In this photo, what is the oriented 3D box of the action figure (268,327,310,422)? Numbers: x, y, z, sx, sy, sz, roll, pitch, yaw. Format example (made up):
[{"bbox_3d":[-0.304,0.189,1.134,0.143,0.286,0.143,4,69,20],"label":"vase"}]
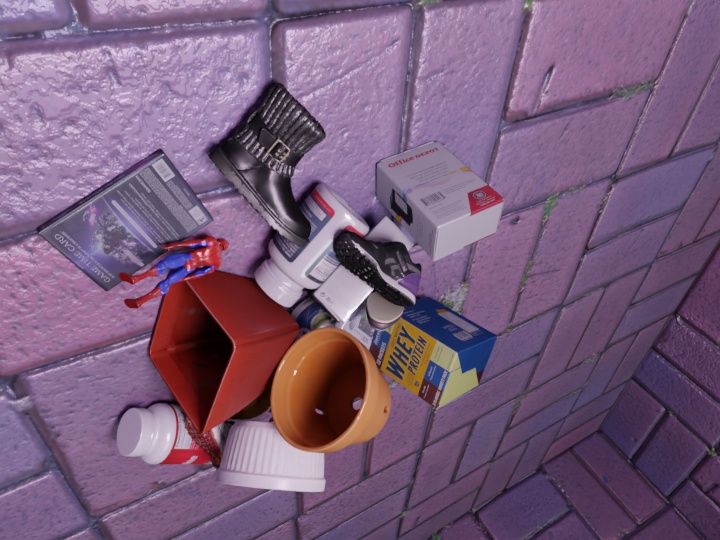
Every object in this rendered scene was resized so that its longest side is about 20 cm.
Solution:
[{"bbox_3d":[-0.113,0.229,1.032,0.200,0.134,0.149,-43,150,4],"label":"action figure"}]

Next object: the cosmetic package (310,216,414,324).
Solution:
[{"bbox_3d":[0.000,0.000,1.004,0.200,0.081,0.113,-46,-176,-8],"label":"cosmetic package"}]

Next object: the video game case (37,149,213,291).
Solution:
[{"bbox_3d":[-0.337,-0.069,0.781,0.199,0.019,0.144,-34,140,-6],"label":"video game case"}]

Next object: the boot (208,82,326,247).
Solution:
[{"bbox_3d":[-0.105,-0.152,0.799,0.157,0.080,0.212,-41,118,2],"label":"boot"}]

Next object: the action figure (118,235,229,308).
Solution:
[{"bbox_3d":[-0.276,-0.010,0.816,0.199,0.051,0.067,-34,126,-50],"label":"action figure"}]

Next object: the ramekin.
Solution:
[{"bbox_3d":[-0.157,0.338,0.970,0.196,0.107,0.201,5,160,2],"label":"ramekin"}]

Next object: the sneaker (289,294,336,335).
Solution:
[{"bbox_3d":[-0.051,0.063,1.089,0.200,0.077,0.076,-43,139,0],"label":"sneaker"}]

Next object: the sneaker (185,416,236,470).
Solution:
[{"bbox_3d":[-0.270,0.319,1.031,0.083,0.077,0.202,-55,140,-40],"label":"sneaker"}]

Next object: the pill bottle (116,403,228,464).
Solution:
[{"bbox_3d":[-0.367,0.324,1.048,0.113,0.113,0.199,-50,140,13],"label":"pill bottle"}]

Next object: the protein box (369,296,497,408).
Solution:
[{"bbox_3d":[0.161,0.173,1.186,0.197,0.199,0.137,-7,120,-51],"label":"protein box"}]

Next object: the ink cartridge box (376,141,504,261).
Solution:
[{"bbox_3d":[0.137,-0.133,0.961,0.144,0.201,0.084,-23,141,-19],"label":"ink cartridge box"}]

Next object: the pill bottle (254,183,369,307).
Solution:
[{"bbox_3d":[-0.090,-0.040,0.926,0.200,0.120,0.119,-47,141,9],"label":"pill bottle"}]

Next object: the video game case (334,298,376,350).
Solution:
[{"bbox_3d":[0.038,0.066,1.140,0.202,0.023,0.182,-59,150,-8],"label":"video game case"}]

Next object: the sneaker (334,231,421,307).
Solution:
[{"bbox_3d":[0.035,-0.022,0.910,0.200,0.075,0.089,42,62,-38],"label":"sneaker"}]

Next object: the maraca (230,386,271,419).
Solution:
[{"bbox_3d":[-0.247,0.237,1.066,0.199,0.106,0.139,20,93,-46],"label":"maraca"}]

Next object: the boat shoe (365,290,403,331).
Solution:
[{"bbox_3d":[0.042,0.071,1.005,0.070,0.200,0.063,21,110,-1],"label":"boat shoe"}]

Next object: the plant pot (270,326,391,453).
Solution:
[{"bbox_3d":[-0.037,0.217,0.913,0.200,0.201,0.140,-44,139,6],"label":"plant pot"}]

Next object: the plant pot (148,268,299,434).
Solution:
[{"bbox_3d":[-0.227,0.122,0.925,0.175,0.200,0.202,-7,132,-49],"label":"plant pot"}]
